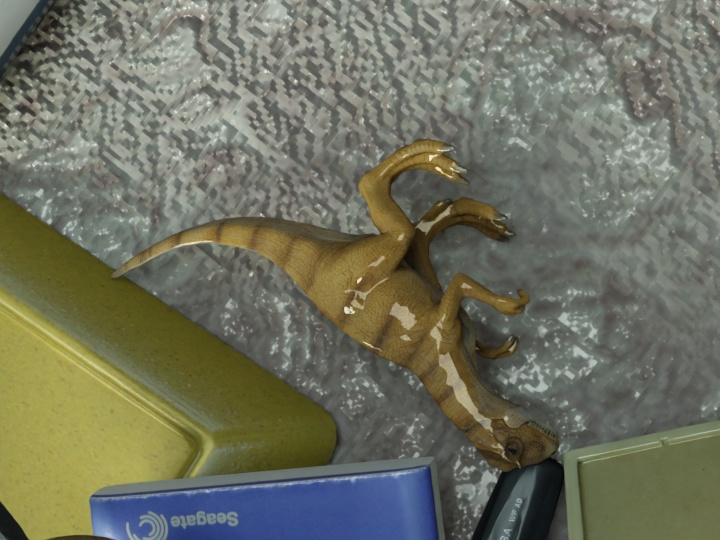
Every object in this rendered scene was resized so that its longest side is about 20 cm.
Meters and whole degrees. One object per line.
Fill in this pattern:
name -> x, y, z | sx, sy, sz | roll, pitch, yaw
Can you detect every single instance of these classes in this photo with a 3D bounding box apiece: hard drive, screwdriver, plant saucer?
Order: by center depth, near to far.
hard drive -> -0.025, 0.176, 0.844 | 0.131, 0.025, 0.202 | -6, 95, 12
screwdriver -> 0.038, 0.165, 0.866 | 0.029, 0.028, 0.201 | 17, 90, -13
plant saucer -> -0.142, 0.092, 0.905 | 0.199, 0.048, 0.201 | 32, 89, 16

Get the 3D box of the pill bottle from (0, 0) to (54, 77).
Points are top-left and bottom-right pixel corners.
pill bottle -> -0.167, -0.154, 0.918 | 0.119, 0.120, 0.201 | 35, 88, 16

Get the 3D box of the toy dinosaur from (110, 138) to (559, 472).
toy dinosaur -> 0.000, 0.000, 0.873 | 0.199, 0.060, 0.106 | 33, 75, 24

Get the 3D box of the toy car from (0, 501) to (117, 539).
toy car -> -0.102, 0.156, 0.770 | 0.158, 0.164, 0.200 | -44, 77, 13

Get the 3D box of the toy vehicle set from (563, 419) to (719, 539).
toy vehicle set -> 0.139, 0.131, 0.784 | 0.123, 0.027, 0.201 | -12, 40, 12
